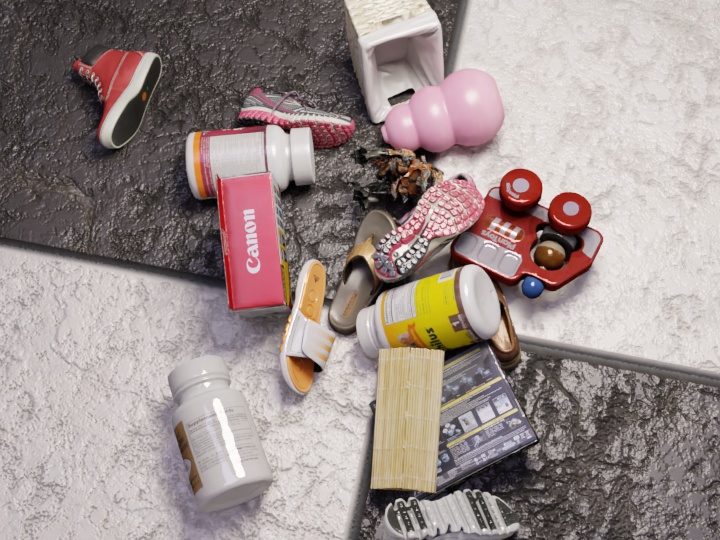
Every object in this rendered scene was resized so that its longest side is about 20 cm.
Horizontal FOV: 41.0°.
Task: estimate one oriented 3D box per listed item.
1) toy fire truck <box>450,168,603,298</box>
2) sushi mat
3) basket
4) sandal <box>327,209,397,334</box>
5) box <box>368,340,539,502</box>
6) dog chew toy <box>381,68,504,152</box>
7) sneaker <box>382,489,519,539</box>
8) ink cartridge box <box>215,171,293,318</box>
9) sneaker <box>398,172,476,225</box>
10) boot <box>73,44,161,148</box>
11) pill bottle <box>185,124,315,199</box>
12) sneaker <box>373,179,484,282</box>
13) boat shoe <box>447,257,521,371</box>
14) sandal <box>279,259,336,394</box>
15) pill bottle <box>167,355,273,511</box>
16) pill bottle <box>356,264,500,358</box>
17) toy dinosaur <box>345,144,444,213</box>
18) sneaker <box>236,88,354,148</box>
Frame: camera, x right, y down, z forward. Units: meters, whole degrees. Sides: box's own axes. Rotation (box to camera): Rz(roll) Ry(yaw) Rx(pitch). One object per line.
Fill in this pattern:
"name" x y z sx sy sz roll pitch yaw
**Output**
"toy fire truck" 0.256 -0.043 1.467 0.199 0.112 0.169 28 68 15
"sushi mat" 0.066 0.210 1.361 0.095 0.012 0.202 2 81 18
"basket" 0.054 -0.361 1.578 0.134 0.200 0.124 -18 62 -4
"sandal" 0.000 0.000 1.485 0.081 0.055 0.201 24 84 25
"box" 0.132 0.218 1.380 0.199 0.049 0.162 -30 71 7
"dog chew toy" 0.131 -0.251 1.570 0.198 0.125 0.126 -17 66 6
"sneaker" 0.122 0.357 1.338 0.198 0.082 0.075 1 38 -15
"ink cartridge box" -0.157 -0.037 1.439 0.083 0.176 0.202 -7 84 1
"sneaker" 0.100 -0.084 1.516 0.200 0.082 0.070 -41 69 -10
"boot" -0.443 -0.301 1.657 0.143 0.073 0.201 12 60 9
"pill bottle" -0.176 -0.177 1.561 0.198 0.110 0.111 -5 66 2
"sneaker" 0.097 -0.060 1.432 0.199 0.075 0.081 -37 79 -9
"boat shoe" 0.191 0.051 1.461 0.071 0.068 0.201 -20 67 -5
"sandal" -0.069 0.080 1.446 0.059 0.079 0.209 -3 70 33
"pill bottle" -0.208 0.232 1.387 0.113 0.115 0.201 -21 67 -5
"pill bottle" 0.096 0.068 1.408 0.199 0.109 0.110 -18 63 29
"toy dinosaur" 0.052 -0.152 1.526 0.135 0.200 0.103 -12 96 -24
"sneaker" -0.105 -0.261 1.608 0.198 0.081 0.075 12 66 9
